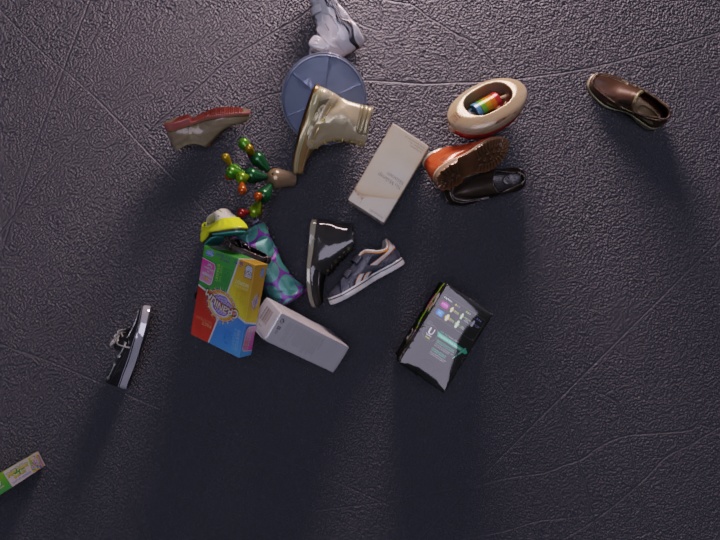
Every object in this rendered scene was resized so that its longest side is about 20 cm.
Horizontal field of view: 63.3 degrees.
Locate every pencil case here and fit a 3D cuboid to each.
[{"bbox_3d":[-0.209,-0.014,1.336,0.092,0.085,0.202,-31,92,-29],"label":"pencil case"}]

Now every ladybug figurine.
[{"bbox_3d":[0.285,-0.360,1.325,0.198,0.072,0.137,-27,55,-4],"label":"ladybug figurine"}]

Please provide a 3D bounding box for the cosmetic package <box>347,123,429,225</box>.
[{"bbox_3d":[0.063,-0.218,1.341,0.103,0.073,0.202,30,90,-1],"label":"cosmetic package"}]

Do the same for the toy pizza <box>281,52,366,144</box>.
[{"bbox_3d":[-0.083,-0.393,1.341,0.196,0.032,0.204,-2,111,-6],"label":"toy pizza"}]

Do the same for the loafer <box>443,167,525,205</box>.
[{"bbox_3d":[0.288,-0.202,1.341,0.197,0.071,0.074,-15,91,0],"label":"loafer"}]

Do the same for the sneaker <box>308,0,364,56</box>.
[{"bbox_3d":[-0.092,-0.563,1.334,0.115,0.075,0.200,-41,94,-2],"label":"sneaker"}]

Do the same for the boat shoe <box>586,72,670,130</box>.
[{"bbox_3d":[0.620,-0.398,1.337,0.200,0.075,0.076,27,91,0],"label":"boat shoe"}]

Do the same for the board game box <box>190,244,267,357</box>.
[{"bbox_3d":[-0.283,0.063,1.247,0.151,0.040,0.204,18,102,29],"label":"board game box"}]

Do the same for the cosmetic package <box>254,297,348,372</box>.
[{"bbox_3d":[-0.133,0.143,1.287,0.199,0.101,0.075,33,90,-32],"label":"cosmetic package"}]

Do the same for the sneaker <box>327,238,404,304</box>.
[{"bbox_3d":[0.000,0.000,1.341,0.198,0.078,0.080,-31,96,-11],"label":"sneaker"}]

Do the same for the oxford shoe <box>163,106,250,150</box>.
[{"bbox_3d":[-0.347,-0.330,1.353,0.196,0.071,0.076,-12,117,-1],"label":"oxford shoe"}]

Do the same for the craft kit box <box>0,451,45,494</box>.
[{"bbox_3d":[-0.838,0.493,1.285,0.196,0.200,0.049,-32,91,1],"label":"craft kit box"}]

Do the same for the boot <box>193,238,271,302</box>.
[{"bbox_3d":[-0.285,0.014,1.303,0.197,0.069,0.177,15,109,22],"label":"boot"}]

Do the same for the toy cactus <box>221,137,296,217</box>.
[{"bbox_3d":[-0.228,-0.204,1.329,0.162,0.103,0.203,0,56,-28],"label":"toy cactus"}]

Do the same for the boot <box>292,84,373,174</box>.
[{"bbox_3d":[-0.065,-0.298,1.327,0.153,0.073,0.203,16,105,-14],"label":"boot"}]

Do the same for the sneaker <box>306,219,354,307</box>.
[{"bbox_3d":[-0.068,-0.015,1.340,0.104,0.075,0.204,2,90,2],"label":"sneaker"}]

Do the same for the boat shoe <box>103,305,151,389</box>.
[{"bbox_3d":[-0.538,0.170,1.344,0.067,0.074,0.202,19,100,-14],"label":"boat shoe"}]

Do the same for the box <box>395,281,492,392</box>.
[{"bbox_3d":[0.182,0.143,1.306,0.123,0.149,0.202,32,90,1],"label":"box"}]

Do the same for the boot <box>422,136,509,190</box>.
[{"bbox_3d":[0.237,-0.264,1.331,0.197,0.108,0.076,-24,129,-8],"label":"boot"}]

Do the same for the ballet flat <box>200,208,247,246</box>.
[{"bbox_3d":[-0.309,-0.100,1.292,0.066,0.199,0.068,-3,84,-34],"label":"ballet flat"}]
